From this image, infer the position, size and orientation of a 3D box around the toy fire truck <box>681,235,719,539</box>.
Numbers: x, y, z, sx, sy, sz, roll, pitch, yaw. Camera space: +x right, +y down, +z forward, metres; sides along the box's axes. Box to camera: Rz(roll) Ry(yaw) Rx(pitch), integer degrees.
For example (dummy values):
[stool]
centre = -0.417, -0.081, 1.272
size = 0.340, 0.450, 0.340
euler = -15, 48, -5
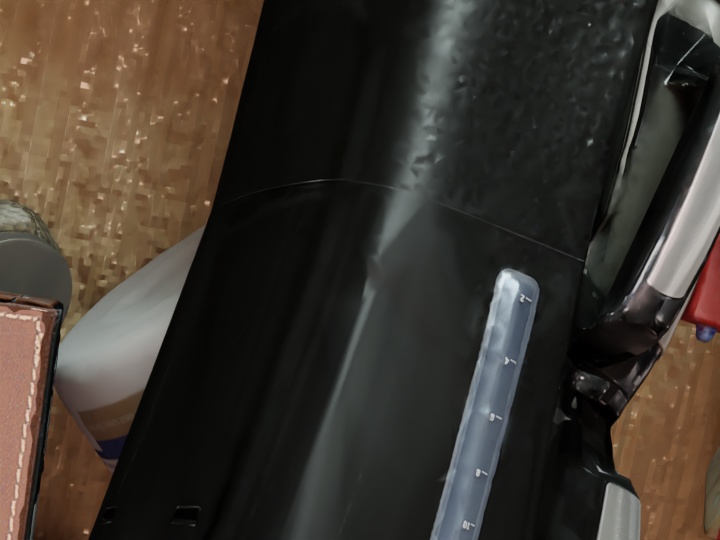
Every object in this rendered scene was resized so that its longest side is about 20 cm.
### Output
[toy fire truck]
centre = 0.118, 0.025, 0.688
size = 0.049, 0.200, 0.141
euler = 18, 87, -4

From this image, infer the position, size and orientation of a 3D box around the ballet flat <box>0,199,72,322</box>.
[ballet flat]
centre = -0.158, 0.061, 0.804
size = 0.067, 0.046, 0.200
euler = 25, 104, -42

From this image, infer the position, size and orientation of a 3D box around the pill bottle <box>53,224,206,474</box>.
[pill bottle]
centre = 0.004, 0.078, 0.788
size = 0.111, 0.111, 0.200
euler = -33, 102, 0

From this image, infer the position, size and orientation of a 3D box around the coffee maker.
[coffee maker]
centre = 0.000, 0.000, 0.673
size = 0.192, 0.135, 0.200
euler = 17, 75, -1

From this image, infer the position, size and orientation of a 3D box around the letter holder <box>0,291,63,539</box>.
[letter holder]
centre = -0.163, 0.098, 0.695
size = 0.142, 0.101, 0.200
euler = 8, 89, -6
